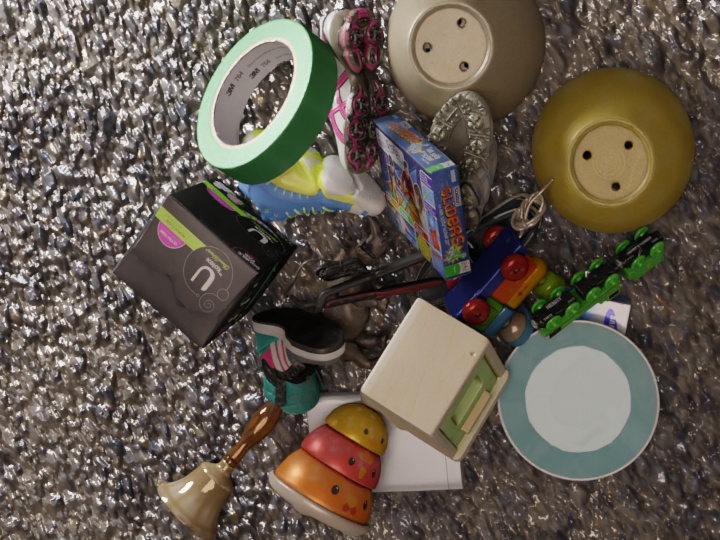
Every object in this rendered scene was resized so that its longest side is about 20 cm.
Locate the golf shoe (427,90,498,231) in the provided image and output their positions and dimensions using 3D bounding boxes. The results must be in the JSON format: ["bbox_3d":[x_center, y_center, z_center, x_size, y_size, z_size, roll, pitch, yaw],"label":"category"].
[{"bbox_3d":[0.129,-0.147,1.600,0.077,0.098,0.201,22,141,16],"label":"golf shoe"}]

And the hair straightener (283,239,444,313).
[{"bbox_3d":[0.000,0.000,1.648,0.197,0.041,0.078,-12,97,2],"label":"hair straightener"}]

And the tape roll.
[{"bbox_3d":[-0.116,-0.206,1.633,0.048,0.201,0.201,29,111,-41],"label":"tape roll"}]

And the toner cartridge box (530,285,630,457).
[{"bbox_3d":[0.273,0.127,1.679,0.094,0.043,0.203,10,102,9],"label":"toner cartridge box"}]

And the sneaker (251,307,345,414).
[{"bbox_3d":[-0.073,0.124,1.692,0.083,0.199,0.123,-17,106,-24],"label":"sneaker"}]

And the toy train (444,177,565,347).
[{"bbox_3d":[0.203,-0.004,1.604,0.115,0.085,0.200,32,108,-29],"label":"toy train"}]

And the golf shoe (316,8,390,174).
[{"bbox_3d":[-0.014,-0.222,1.669,0.091,0.072,0.203,10,105,48],"label":"golf shoe"}]

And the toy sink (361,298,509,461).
[{"bbox_3d":[0.099,0.141,1.612,0.111,0.200,0.131,30,80,22],"label":"toy sink"}]

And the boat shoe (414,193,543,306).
[{"bbox_3d":[0.145,-0.018,1.670,0.199,0.062,0.075,-34,97,17],"label":"boat shoe"}]

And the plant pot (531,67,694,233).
[{"bbox_3d":[0.295,-0.135,1.576,0.197,0.142,0.203,2,100,11],"label":"plant pot"}]

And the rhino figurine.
[{"bbox_3d":[-0.003,0.026,1.700,0.086,0.060,0.203,11,112,9],"label":"rhino figurine"}]

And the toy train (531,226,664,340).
[{"bbox_3d":[0.285,0.018,1.611,0.199,0.057,0.042,-34,58,-12],"label":"toy train"}]

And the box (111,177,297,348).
[{"bbox_3d":[-0.188,-0.015,1.668,0.148,0.200,0.125,40,105,3],"label":"box"}]

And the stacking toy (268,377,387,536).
[{"bbox_3d":[-0.014,0.218,1.700,0.145,0.146,0.202,27,89,6],"label":"stacking toy"}]

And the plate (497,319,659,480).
[{"bbox_3d":[0.267,0.158,1.650,0.197,0.026,0.203,2,100,13],"label":"plate"}]

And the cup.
[{"bbox_3d":[0.115,-0.266,1.590,0.197,0.143,0.204,2,101,12],"label":"cup"}]

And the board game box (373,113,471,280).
[{"bbox_3d":[0.071,-0.091,1.589,0.034,0.200,0.137,-16,118,-12],"label":"board game box"}]

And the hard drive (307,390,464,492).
[{"bbox_3d":[0.032,0.222,1.755,0.197,0.027,0.134,-4,99,13],"label":"hard drive"}]

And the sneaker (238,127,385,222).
[{"bbox_3d":[-0.068,-0.099,1.706,0.198,0.076,0.106,28,123,5],"label":"sneaker"}]

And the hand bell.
[{"bbox_3d":[-0.167,0.247,1.785,0.104,0.104,0.200,41,92,2],"label":"hand bell"}]
